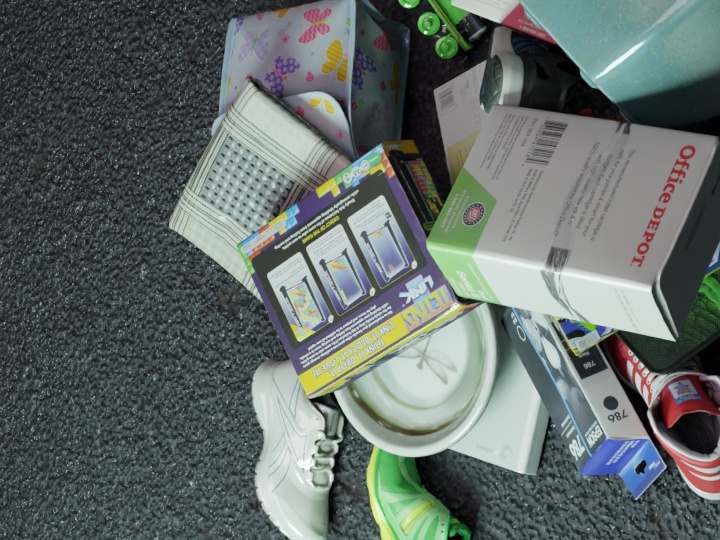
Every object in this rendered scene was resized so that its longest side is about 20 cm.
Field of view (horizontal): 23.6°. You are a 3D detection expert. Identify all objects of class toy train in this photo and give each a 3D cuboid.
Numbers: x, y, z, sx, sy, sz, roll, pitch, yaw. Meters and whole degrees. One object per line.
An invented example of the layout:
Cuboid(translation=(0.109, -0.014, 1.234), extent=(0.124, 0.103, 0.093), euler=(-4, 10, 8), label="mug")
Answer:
Cuboid(translation=(0.051, -0.291, 1.663), extent=(0.056, 0.042, 0.200), euler=(-37, 91, 16), label="toy train")

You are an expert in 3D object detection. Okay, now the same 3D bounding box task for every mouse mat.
Cuboid(translation=(0.257, -0.017, 1.440), extent=(0.161, 0.008, 0.200), euler=(-37, 47, -1), label="mouse mat")

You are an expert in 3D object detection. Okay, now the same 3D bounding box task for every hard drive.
Cuboid(translation=(0.129, 0.075, 1.598), extent=(0.132, 0.026, 0.201), euler=(14, 93, 44), label="hard drive")

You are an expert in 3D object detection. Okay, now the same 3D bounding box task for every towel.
Cuboid(translation=(-0.078, -0.055, 1.664), extent=(0.200, 0.035, 0.193), euler=(39, 119, 10), label="towel")

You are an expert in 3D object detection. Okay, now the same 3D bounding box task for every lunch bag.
Cuboid(translation=(-0.051, -0.159, 1.712), extent=(0.169, 0.127, 0.201), euler=(-4, 73, 35), label="lunch bag")

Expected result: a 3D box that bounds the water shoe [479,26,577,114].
Cuboid(translation=(0.148, -0.163, 1.501), extent=(0.079, 0.200, 0.072), euler=(11, 109, 0), label="water shoe")

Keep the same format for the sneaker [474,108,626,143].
Cuboid(translation=(0.186, -0.109, 1.479), extent=(0.200, 0.085, 0.077), euler=(7, 63, 28), label="sneaker")

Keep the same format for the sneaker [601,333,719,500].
Cuboid(translation=(0.252, 0.086, 1.412), extent=(0.071, 0.112, 0.200), euler=(-30, 65, 3), label="sneaker")

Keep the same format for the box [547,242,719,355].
Cuboid(translation=(0.237, -0.019, 1.404), extent=(0.200, 0.064, 0.070), euler=(-31, 49, 2), label="box")

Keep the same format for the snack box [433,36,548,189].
Cuboid(translation=(0.137, -0.103, 1.590), extent=(0.116, 0.037, 0.200), euler=(-27, 59, 33), label="snack box")

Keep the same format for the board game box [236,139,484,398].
Cuboid(translation=(0.000, 0.000, 1.574), extent=(0.200, 0.057, 0.166), euler=(-32, 78, 34), label="board game box")

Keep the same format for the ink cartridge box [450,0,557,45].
Cuboid(translation=(0.187, -0.311, 1.562), extent=(0.146, 0.085, 0.200), euler=(30, 106, 42), label="ink cartridge box")

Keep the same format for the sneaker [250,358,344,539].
Cuboid(translation=(-0.057, 0.177, 1.729), extent=(0.087, 0.074, 0.201), euler=(-20, 71, 34), label="sneaker")

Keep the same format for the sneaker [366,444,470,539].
Cuboid(translation=(0.061, 0.242, 1.619), extent=(0.083, 0.074, 0.200), euler=(-21, 65, 13), label="sneaker")

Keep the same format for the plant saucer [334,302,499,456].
Cuboid(translation=(0.057, 0.072, 1.605), extent=(0.200, 0.050, 0.201), euler=(0, 90, 39), label="plant saucer")

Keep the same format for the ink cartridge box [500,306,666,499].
Cuboid(translation=(0.188, 0.103, 1.477), extent=(0.200, 0.039, 0.100), euler=(62, 162, 20), label="ink cartridge box")

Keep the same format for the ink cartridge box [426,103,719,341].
Cuboid(translation=(0.176, -0.041, 1.352), extent=(0.200, 0.084, 0.146), euler=(13, 64, 32), label="ink cartridge box")

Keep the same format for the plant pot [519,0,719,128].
Cuboid(translation=(0.248, -0.230, 1.382), extent=(0.200, 0.196, 0.196), euler=(-43, 55, 10), label="plant pot")
